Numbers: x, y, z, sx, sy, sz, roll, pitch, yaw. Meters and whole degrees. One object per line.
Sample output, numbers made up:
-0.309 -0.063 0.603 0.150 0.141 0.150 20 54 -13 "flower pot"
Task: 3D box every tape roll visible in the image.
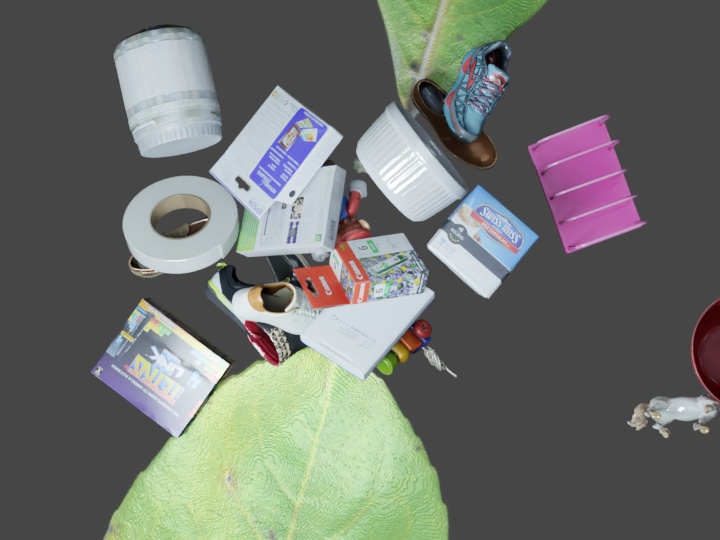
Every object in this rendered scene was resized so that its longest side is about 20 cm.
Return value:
-0.311 -0.082 1.625 0.201 0.037 0.204 -1 51 1 "tape roll"

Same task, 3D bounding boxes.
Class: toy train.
0.071 0.140 1.602 0.200 0.085 0.116 46 49 3 "toy train"

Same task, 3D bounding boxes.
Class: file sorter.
0.387 -0.147 1.580 0.138 0.125 0.201 -20 89 5 "file sorter"

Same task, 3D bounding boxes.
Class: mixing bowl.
0.634 0.141 1.560 0.199 0.108 0.202 0 80 0 "mixing bowl"

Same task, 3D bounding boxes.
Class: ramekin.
0.082 -0.177 1.575 0.105 0.200 0.201 -39 87 13 "ramekin"

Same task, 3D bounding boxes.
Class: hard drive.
0.013 0.077 1.555 0.132 0.025 0.200 30 58 23 "hard drive"

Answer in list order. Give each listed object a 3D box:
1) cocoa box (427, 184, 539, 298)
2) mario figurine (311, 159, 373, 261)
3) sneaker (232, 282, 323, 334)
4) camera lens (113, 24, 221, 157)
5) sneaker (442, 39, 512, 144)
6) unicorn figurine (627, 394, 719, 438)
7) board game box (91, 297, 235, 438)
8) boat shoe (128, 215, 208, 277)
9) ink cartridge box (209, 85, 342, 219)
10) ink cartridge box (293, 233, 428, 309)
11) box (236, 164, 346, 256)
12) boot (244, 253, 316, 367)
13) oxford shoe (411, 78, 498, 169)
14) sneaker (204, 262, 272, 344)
0.200 -0.047 1.558 0.133 0.200 0.131 41 93 3 "cocoa box"
-0.041 -0.091 1.654 0.123 0.106 0.201 -38 74 40 "mario figurine"
-0.106 0.061 1.537 0.084 0.199 0.073 -21 69 46 "sneaker"
-0.333 -0.312 1.622 0.159 0.160 0.201 -13 89 5 "camera lens"
0.202 -0.310 1.573 0.079 0.095 0.201 27 65 -26 "sneaker"
0.561 0.241 1.577 0.199 0.137 0.074 11 101 19 "unicorn figurine"
-0.354 0.173 1.678 0.200 0.057 0.166 35 92 4 "board game box"
-0.324 -0.041 1.666 0.199 0.072 0.076 -28 88 4 "boat shoe"
-0.149 -0.200 1.612 0.200 0.043 0.198 -50 47 3 "ink cartridge box"
0.000 0.000 1.544 0.199 0.109 0.051 -8 132 -22 "ink cartridge box"
-0.119 -0.100 1.598 0.199 0.036 0.145 -2 72 36 "box"
-0.139 0.057 1.615 0.150 0.073 0.201 -33 94 -39 "boot"
0.162 -0.253 1.627 0.200 0.071 0.071 45 92 2 "oxford shoe"
-0.188 0.062 1.655 0.200 0.072 0.083 39 92 4 "sneaker"
